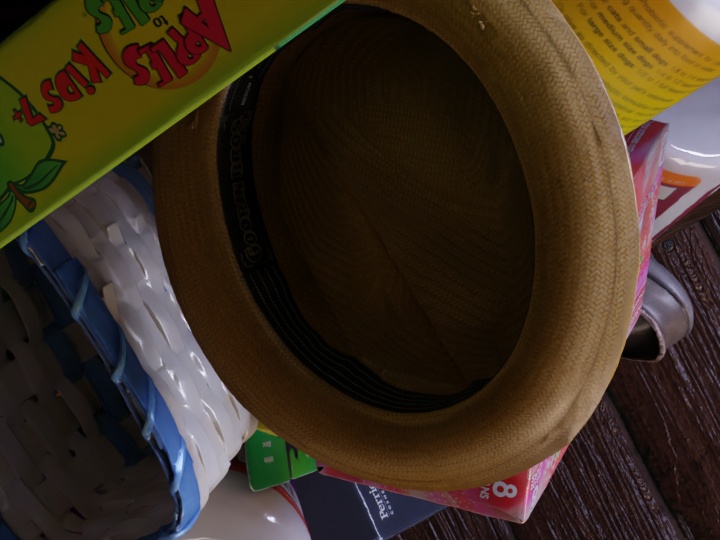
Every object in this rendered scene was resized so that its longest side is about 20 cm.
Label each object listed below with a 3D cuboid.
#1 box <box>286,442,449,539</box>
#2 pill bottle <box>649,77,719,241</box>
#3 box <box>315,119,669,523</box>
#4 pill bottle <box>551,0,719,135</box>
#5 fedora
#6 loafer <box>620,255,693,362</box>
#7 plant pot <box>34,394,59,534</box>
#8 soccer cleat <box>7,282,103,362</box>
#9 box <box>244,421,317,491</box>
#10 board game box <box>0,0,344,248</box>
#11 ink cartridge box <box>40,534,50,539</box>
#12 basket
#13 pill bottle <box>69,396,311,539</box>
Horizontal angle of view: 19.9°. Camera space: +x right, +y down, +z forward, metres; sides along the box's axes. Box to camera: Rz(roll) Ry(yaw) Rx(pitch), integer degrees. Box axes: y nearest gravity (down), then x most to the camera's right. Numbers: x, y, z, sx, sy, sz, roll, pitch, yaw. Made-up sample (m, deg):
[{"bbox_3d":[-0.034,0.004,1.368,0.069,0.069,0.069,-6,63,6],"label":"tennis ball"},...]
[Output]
[{"bbox_3d":[-0.018,0.071,1.264,0.104,0.201,0.182,-30,173,34],"label":"box"},{"bbox_3d":[0.118,-0.063,1.043,0.114,0.115,0.200,-23,169,-30],"label":"pill bottle"},{"bbox_3d":[0.059,0.007,0.875,0.094,0.103,0.200,13,-152,16],"label":"box"},{"bbox_3d":[0.082,-0.104,0.757,0.199,0.110,0.109,-32,172,33],"label":"pill bottle"},{"bbox_3d":[0.021,-0.027,0.704,0.200,0.202,0.082,-32,171,33],"label":"fedora"},{"bbox_3d":[0.065,0.018,1.022,0.198,0.071,0.073,11,149,16],"label":"loafer"},{"bbox_3d":[-0.212,0.143,1.182,0.199,0.201,0.183,-27,-171,-8],"label":"plant pot"},{"bbox_3d":[-0.187,0.032,0.991,0.083,0.065,0.200,5,-159,38],"label":"soccer cleat"},{"bbox_3d":[0.000,0.000,0.920,0.048,0.202,0.117,16,-174,16],"label":"box"},{"bbox_3d":[-0.046,-0.080,0.595,0.199,0.048,0.102,-32,-170,31],"label":"board game box"},{"bbox_3d":[-0.259,0.103,0.888,0.198,0.044,0.198,1,179,14],"label":"ink cartridge box"},{"bbox_3d":[-0.138,0.057,0.811,0.139,0.177,0.200,-25,-174,36],"label":"basket"},{"bbox_3d":[-0.088,0.109,0.992,0.112,0.113,0.200,-27,-156,1],"label":"pill bottle"}]
